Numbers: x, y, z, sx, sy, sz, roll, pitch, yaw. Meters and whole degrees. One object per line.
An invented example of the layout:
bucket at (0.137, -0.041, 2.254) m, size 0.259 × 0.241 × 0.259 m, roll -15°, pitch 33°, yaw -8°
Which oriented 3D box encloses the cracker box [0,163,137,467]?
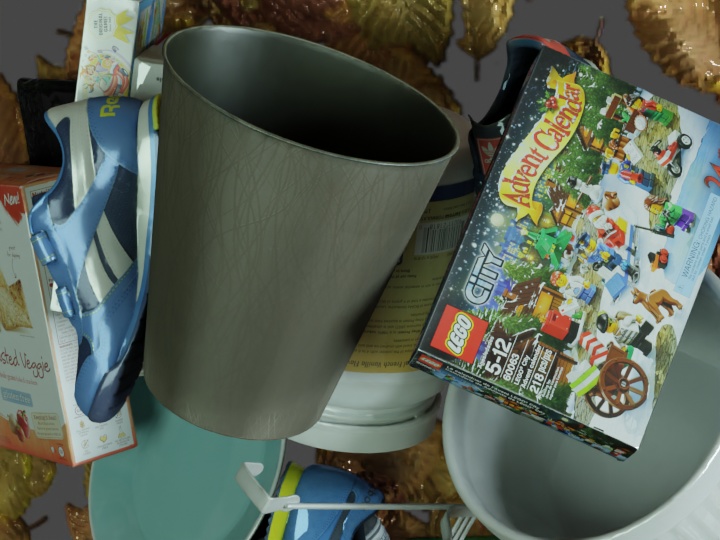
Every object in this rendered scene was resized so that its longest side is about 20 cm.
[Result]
cracker box at (-0.228, 0.028, 1.737) m, size 0.134 × 0.057 × 0.202 m, roll 6°, pitch 108°, yaw 56°

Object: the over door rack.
over door rack at (-0.010, 0.207, 1.553) m, size 0.148 × 0.199 × 0.067 m, roll -62°, pitch 34°, yaw 26°

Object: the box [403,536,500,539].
box at (0.085, 0.280, 1.651) m, size 0.117 × 0.048 × 0.201 m, roll -6°, pitch 102°, yaw 32°

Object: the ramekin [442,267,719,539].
ramekin at (0.158, 0.094, 1.471) m, size 0.199 × 0.105 × 0.201 m, roll -18°, pitch 52°, yaw 25°

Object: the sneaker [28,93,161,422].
sneaker at (-0.160, -0.010, 1.491) m, size 0.082 × 0.074 × 0.202 m, roll 7°, pitch 93°, yaw 3°

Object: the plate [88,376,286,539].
plate at (-0.114, 0.132, 1.700) m, size 0.199 × 0.025 × 0.202 m, roll -21°, pitch 59°, yaw 38°

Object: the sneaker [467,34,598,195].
sneaker at (0.091, -0.047, 1.475) m, size 0.075 × 0.084 × 0.201 m, roll -3°, pitch 67°, yaw 34°

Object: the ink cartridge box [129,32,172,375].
ink cartridge box at (-0.107, -0.041, 1.590) m, size 0.083 × 0.144 × 0.202 m, roll 9°, pitch 102°, yaw 2°

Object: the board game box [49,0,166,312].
board game box at (-0.161, -0.083, 1.590) m, size 0.034 × 0.134 × 0.202 m, roll 9°, pitch 101°, yaw 1°

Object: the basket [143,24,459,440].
basket at (-0.051, -0.014, 1.429) m, size 0.179 × 0.136 × 0.201 m, roll 23°, pitch 119°, yaw 15°

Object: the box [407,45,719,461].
box at (0.127, -0.011, 1.407) m, size 0.136 × 0.201 × 0.038 m, roll 24°, pitch 162°, yaw -2°

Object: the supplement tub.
supplement tub at (0.000, 0.000, 1.564) m, size 0.144 × 0.144 × 0.201 m, roll 17°, pitch 112°, yaw 27°

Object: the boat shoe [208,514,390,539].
boat shoe at (-0.077, 0.191, 1.703) m, size 0.199 × 0.072 × 0.068 m, roll -19°, pitch 108°, yaw 31°

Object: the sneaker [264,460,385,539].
sneaker at (-0.031, 0.220, 1.631) m, size 0.078 × 0.066 × 0.201 m, roll 15°, pitch 116°, yaw 5°

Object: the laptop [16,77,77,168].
laptop at (-0.140, -0.054, 1.716) m, size 0.200 × 0.103 × 0.179 m, roll 7°, pitch 109°, yaw 57°
